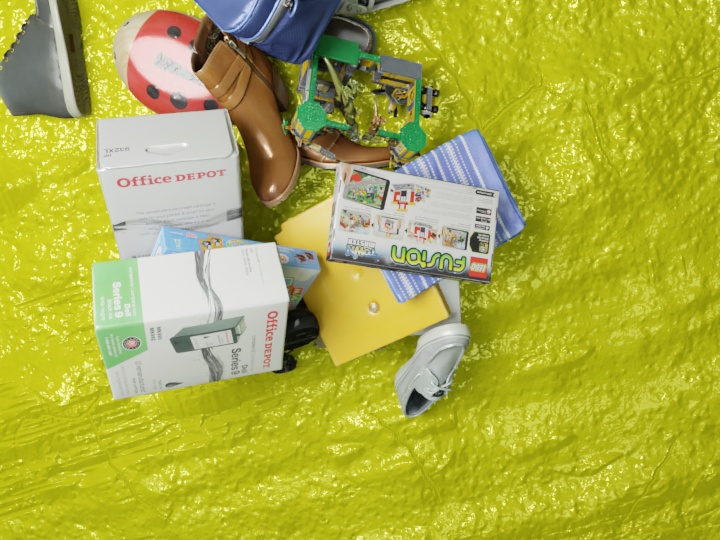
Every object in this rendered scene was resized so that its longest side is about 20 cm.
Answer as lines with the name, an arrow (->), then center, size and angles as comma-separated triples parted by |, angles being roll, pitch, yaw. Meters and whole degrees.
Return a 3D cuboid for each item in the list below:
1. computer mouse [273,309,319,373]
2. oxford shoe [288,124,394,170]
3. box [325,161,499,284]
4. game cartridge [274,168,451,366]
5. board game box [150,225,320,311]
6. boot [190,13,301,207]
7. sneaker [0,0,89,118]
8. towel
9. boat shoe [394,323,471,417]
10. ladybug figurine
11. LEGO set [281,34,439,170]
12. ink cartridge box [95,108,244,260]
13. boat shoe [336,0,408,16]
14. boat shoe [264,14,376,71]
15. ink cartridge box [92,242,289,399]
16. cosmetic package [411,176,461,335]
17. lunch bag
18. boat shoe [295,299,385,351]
computer mouse -> -0.097, 0.098, 0.872 | 0.057, 0.201, 0.035 | -13, 67, -22
oxford shoe -> -0.045, -0.170, 0.858 | 0.194, 0.071, 0.074 | 6, 97, -1
box -> 0.062, -0.053, 0.746 | 0.194, 0.035, 0.114 | 9, 85, -11
game cartridge -> 0.000, 0.000, 0.824 | 0.173, 0.032, 0.204 | -24, 94, 19
board game box -> -0.166, 0.024, 0.779 | 0.196, 0.037, 0.152 | 7, 135, -35
boot -> -0.136, -0.192, 0.760 | 0.075, 0.155, 0.206 | -10, 66, 23
sneaker -> -0.422, -0.300, 0.819 | 0.103, 0.075, 0.206 | -3, 104, -2
towel -> 0.098, -0.069, 0.781 | 0.197, 0.024, 0.148 | -29, 95, -14
boat shoe -> 0.101, 0.144, 0.872 | 0.068, 0.073, 0.202 | 3, 146, -18
ladybug figurine -> -0.233, -0.262, 0.832 | 0.195, 0.072, 0.139 | 22, 101, -5
LEGO set -> -0.009, -0.202, 0.815 | 0.194, 0.116, 0.159 | 0, 80, -18
ink cartridge box -> -0.212, -0.074, 0.736 | 0.141, 0.085, 0.203 | -9, 141, -15
boat shoe -> -0.004, -0.349, 0.772 | 0.197, 0.074, 0.067 | -27, 59, -23
boat shoe -> -0.076, -0.300, 0.825 | 0.194, 0.073, 0.075 | 2, 103, -1
ink cartridge box -> -0.182, 0.055, 0.706 | 0.194, 0.085, 0.148 | -8, 143, -18
cosmetic package -> 0.089, -0.027, 0.870 | 0.082, 0.108, 0.206 | -4, 101, 0
lunch bag -> -0.113, -0.321, 0.669 | 0.200, 0.131, 0.137 | 47, 114, 28
boat shoe -> -0.051, 0.076, 0.907 | 0.194, 0.075, 0.070 | 5, 108, 5
